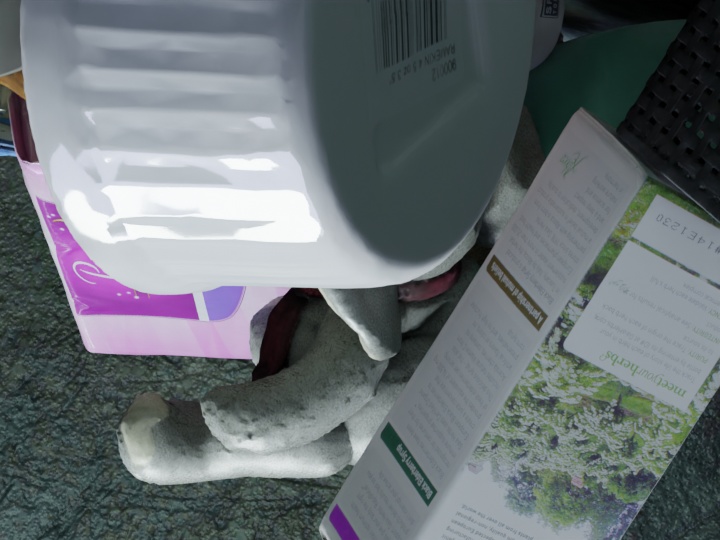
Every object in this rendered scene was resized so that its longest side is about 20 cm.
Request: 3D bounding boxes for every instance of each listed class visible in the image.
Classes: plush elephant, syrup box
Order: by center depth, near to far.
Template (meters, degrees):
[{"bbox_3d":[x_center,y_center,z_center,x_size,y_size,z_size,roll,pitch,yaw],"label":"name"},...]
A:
[{"bbox_3d":[0.073,0.049,1.158,0.079,0.200,0.081,27,-168,-25],"label":"syrup box"},{"bbox_3d":[0.000,0.000,1.258,0.199,0.156,0.165,5,-159,32],"label":"plush elephant"}]

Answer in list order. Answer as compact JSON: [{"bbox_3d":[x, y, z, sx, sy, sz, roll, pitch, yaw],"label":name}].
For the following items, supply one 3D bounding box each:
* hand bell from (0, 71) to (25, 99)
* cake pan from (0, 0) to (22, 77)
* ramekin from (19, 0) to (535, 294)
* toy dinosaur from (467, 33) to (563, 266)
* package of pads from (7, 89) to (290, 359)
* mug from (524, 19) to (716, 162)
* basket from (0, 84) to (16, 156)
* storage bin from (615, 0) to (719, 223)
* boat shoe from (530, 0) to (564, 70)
[{"bbox_3d":[-0.171,-0.097,1.299,0.199,0.105,0.104,19,177,15],"label":"hand bell"},{"bbox_3d":[-0.174,-0.093,1.161,0.199,0.037,0.200,-14,-168,3],"label":"cake pan"},{"bbox_3d":[-0.019,-0.088,1.002,0.097,0.202,0.200,6,171,27],"label":"ramekin"},{"bbox_3d":[0.070,-0.019,1.429,0.135,0.200,0.086,29,144,11],"label":"toy dinosaur"},{"bbox_3d":[-0.087,-0.030,1.396,0.120,0.076,0.200,0,152,5],"label":"package of pads"},{"bbox_3d":[0.148,-0.033,1.317,0.184,0.115,0.152,-15,160,31],"label":"mug"},{"bbox_3d":[-0.169,-0.125,1.456,0.175,0.140,0.200,13,-178,13],"label":"basket"},{"bbox_3d":[0.201,-0.029,1.086,0.135,0.094,0.200,25,-166,-34],"label":"storage bin"},{"bbox_3d":[0.012,-0.094,1.329,0.065,0.074,0.200,0,158,-30],"label":"boat shoe"}]
